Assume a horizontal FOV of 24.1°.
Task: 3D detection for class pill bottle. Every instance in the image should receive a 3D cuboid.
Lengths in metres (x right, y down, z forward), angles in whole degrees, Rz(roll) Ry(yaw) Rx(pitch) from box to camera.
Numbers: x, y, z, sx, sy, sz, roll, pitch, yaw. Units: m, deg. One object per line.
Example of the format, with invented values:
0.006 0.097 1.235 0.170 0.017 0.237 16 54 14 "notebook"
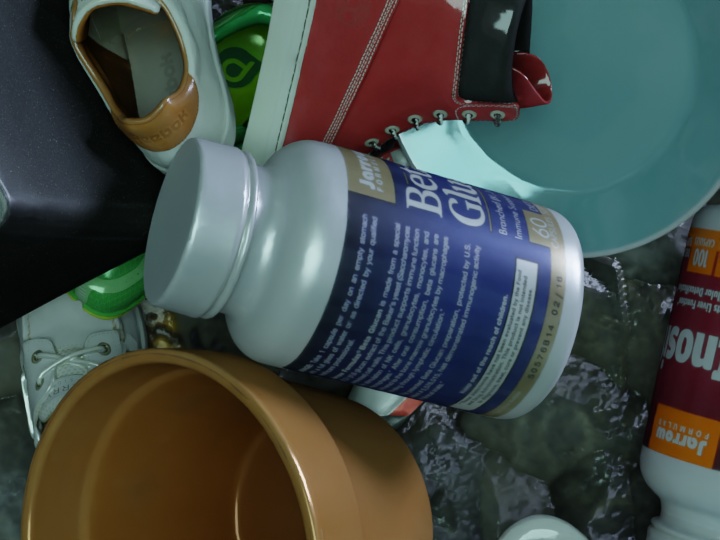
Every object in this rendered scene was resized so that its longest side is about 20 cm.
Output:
0.000 0.000 0.827 0.198 0.111 0.112 14 91 -21 "pill bottle"
0.217 0.072 0.925 0.112 0.113 0.202 12 90 -2 "pill bottle"

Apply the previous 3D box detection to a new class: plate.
0.109 -0.107 0.881 0.198 0.026 0.202 4 106 15 "plate"

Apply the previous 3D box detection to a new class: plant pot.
-0.226 -0.057 0.803 0.198 0.177 0.201 -27 93 7 "plant pot"
-0.057 0.137 0.862 0.199 0.139 0.202 0 91 37 "plant pot"

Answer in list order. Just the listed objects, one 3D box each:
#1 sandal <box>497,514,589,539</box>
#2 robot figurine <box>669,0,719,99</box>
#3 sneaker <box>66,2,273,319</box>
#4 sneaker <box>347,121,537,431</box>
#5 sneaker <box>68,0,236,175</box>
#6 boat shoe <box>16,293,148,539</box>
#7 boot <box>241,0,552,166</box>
0.126 0.223 0.958 0.082 0.050 0.204 -28 106 2 "sandal"
0.213 -0.141 0.918 0.124 0.150 0.201 -27 91 -31 "robot figurine"
-0.102 -0.068 0.913 0.074 0.084 0.201 32 80 -4 "sneaker"
0.025 0.002 0.941 0.108 0.067 0.202 41 86 -1 "sneaker"
-0.114 -0.149 0.845 0.072 0.085 0.202 -24 71 11 "sneaker"
-0.151 0.067 0.932 0.070 0.069 0.202 -13 90 1 "boat shoe"
0.018 -0.074 0.866 0.143 0.073 0.201 19 131 4 "boot"
